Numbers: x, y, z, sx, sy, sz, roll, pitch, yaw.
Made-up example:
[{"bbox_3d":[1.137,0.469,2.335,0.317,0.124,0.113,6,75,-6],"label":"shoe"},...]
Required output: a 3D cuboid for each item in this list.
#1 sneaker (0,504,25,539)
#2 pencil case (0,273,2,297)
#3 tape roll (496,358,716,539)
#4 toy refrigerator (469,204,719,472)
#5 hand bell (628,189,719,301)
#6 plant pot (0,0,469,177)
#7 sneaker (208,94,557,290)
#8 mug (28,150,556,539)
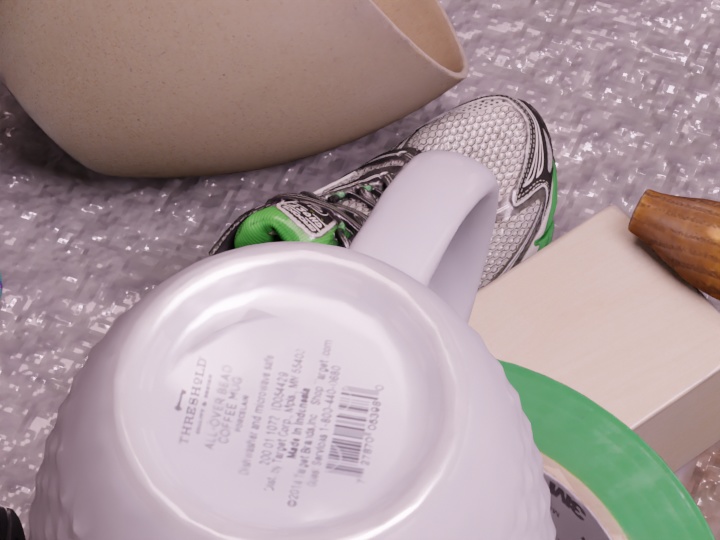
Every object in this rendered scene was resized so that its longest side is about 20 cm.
[{"bbox_3d":[-0.196,0.144,0.919,0.079,0.074,0.200,20,49,30],"label":"sneaker"},{"bbox_3d":[-0.173,-0.070,0.996,0.085,0.201,0.093,12,34,13],"label":"pencil case"},{"bbox_3d":[0.016,0.121,0.855,0.199,0.048,0.202,1,59,-1],"label":"tape roll"},{"bbox_3d":[0.032,0.069,0.958,0.199,0.070,0.076,-33,64,-19],"label":"toy refrigerator"},{"bbox_3d":[0.183,0.021,0.940,0.199,0.104,0.104,27,58,12],"label":"hand bell"},{"bbox_3d":[-0.071,-0.112,1.047,0.134,0.200,0.201,-37,54,11],"label":"plant pot"},{"bbox_3d":[0.000,0.000,1.001,0.078,0.085,0.200,33,60,26],"label":"sneaker"},{"bbox_3d":[-0.009,0.057,0.763,0.147,0.176,0.201,21,60,11],"label":"mug"}]
